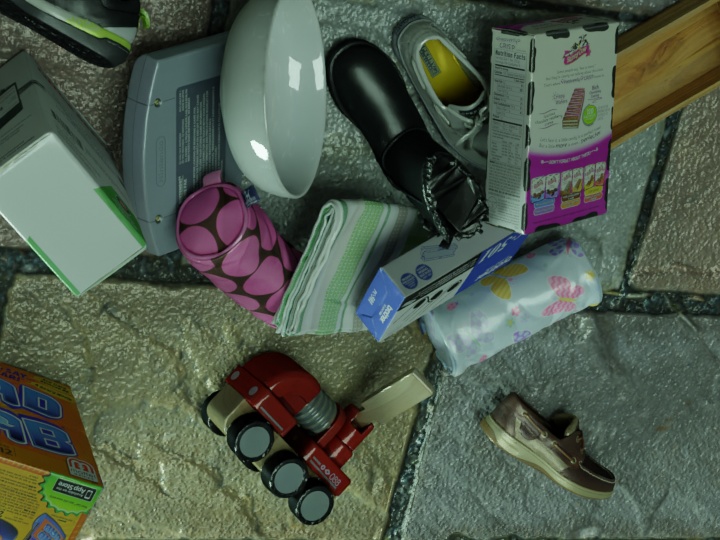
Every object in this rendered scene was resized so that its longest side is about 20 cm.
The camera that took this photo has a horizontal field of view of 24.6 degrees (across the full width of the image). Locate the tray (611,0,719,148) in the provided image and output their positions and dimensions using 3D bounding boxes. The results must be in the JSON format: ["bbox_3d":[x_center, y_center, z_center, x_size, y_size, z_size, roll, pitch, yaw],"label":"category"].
[{"bbox_3d":[0.315,-0.215,1.765,0.199,0.037,0.099,-30,121,-6],"label":"tray"}]

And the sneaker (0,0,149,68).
[{"bbox_3d":[-0.284,-0.262,1.508,0.199,0.071,0.083,31,78,-31],"label":"sneaker"}]

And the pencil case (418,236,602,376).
[{"bbox_3d":[0.166,0.040,1.807,0.199,0.083,0.091,-27,127,-6],"label":"pencil case"}]

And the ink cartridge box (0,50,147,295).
[{"bbox_3d":[-0.282,-0.091,1.502,0.084,0.200,0.146,-36,122,3],"label":"ink cartridge box"}]

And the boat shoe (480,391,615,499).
[{"bbox_3d":[0.232,0.201,1.921,0.199,0.072,0.072,32,103,-24],"label":"boat shoe"}]

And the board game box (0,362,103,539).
[{"bbox_3d":[-0.397,0.212,1.607,0.199,0.200,0.201,22,106,-29],"label":"board game box"}]

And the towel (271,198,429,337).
[{"bbox_3d":[0.000,0.000,1.692,0.199,0.031,0.150,2,117,-57],"label":"towel"}]

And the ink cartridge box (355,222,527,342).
[{"bbox_3d":[0.092,-0.007,1.711,0.199,0.044,0.094,-31,163,-32],"label":"ink cartridge box"}]

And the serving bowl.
[{"bbox_3d":[-0.089,-0.169,1.561,0.065,0.200,0.202,2,120,15],"label":"serving bowl"}]

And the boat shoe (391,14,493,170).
[{"bbox_3d":[0.109,-0.169,1.678,0.074,0.086,0.203,-36,122,-1],"label":"boat shoe"}]

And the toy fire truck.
[{"bbox_3d":[-0.040,0.151,1.771,0.200,0.128,0.176,-45,122,-9],"label":"toy fire truck"}]

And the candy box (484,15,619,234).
[{"bbox_3d":[0.192,-0.149,1.663,0.136,0.061,0.202,-14,113,-42],"label":"candy box"}]

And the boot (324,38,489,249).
[{"bbox_3d":[0.048,-0.125,1.632,0.073,0.163,0.199,-32,122,-5],"label":"boot"}]

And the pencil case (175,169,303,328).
[{"bbox_3d":[-0.106,-0.016,1.641,0.090,0.094,0.200,-19,151,12],"label":"pencil case"}]

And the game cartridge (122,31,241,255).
[{"bbox_3d":[-0.170,-0.121,1.593,0.132,0.041,0.202,-20,124,-40],"label":"game cartridge"}]
